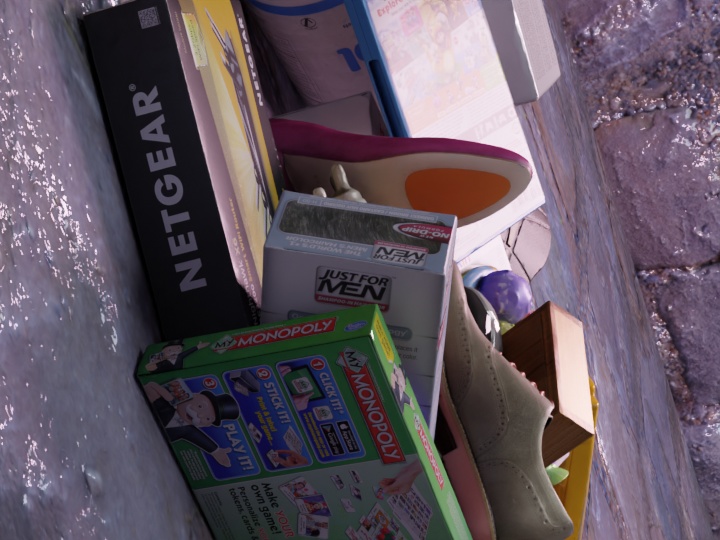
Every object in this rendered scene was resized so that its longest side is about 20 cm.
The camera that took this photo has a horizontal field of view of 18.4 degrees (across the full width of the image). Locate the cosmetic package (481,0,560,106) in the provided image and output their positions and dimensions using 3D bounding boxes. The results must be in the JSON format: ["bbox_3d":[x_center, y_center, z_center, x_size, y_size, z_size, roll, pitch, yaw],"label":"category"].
[{"bbox_3d":[0.058,-0.207,1.827,0.200,0.165,0.169,-41,116,-76],"label":"cosmetic package"}]

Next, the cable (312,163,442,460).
[{"bbox_3d":[0.011,0.036,1.342,0.201,0.050,0.097,64,17,-6],"label":"cable"}]

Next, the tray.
[{"bbox_3d":[0.067,0.114,1.472,0.037,0.200,0.099,33,35,-29],"label":"tray"}]

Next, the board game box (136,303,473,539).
[{"bbox_3d":[-0.023,0.114,1.212,0.029,0.134,0.201,-78,152,-53],"label":"board game box"}]

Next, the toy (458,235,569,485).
[{"bbox_3d":[0.108,0.057,1.557,0.115,0.047,0.201,-34,111,-54],"label":"toy"}]

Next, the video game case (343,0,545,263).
[{"bbox_3d":[0.059,-0.117,1.528,0.143,0.018,0.201,-32,107,-52],"label":"video game case"}]

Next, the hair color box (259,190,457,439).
[{"bbox_3d":[-0.005,0.061,1.232,0.061,0.098,0.201,-73,170,-55],"label":"hair color box"}]

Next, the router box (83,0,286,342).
[{"bbox_3d":[-0.089,-0.058,1.291,0.157,0.052,0.202,-27,103,-76],"label":"router box"}]

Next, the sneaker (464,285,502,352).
[{"bbox_3d":[0.022,0.083,1.420,0.088,0.075,0.201,49,61,-40],"label":"sneaker"}]

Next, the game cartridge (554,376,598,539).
[{"bbox_3d":[0.155,0.162,1.892,0.176,0.032,0.202,-119,-148,-68],"label":"game cartridge"}]

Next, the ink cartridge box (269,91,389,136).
[{"bbox_3d":[0.000,0.000,1.539,0.201,0.084,0.146,65,17,-47],"label":"ink cartridge box"}]

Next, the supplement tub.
[{"bbox_3d":[-0.010,-0.195,1.603,0.200,0.131,0.133,56,23,-53],"label":"supplement tub"}]

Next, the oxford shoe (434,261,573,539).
[{"bbox_3d":[0.074,0.077,1.314,0.071,0.074,0.201,92,-13,-67],"label":"oxford shoe"}]

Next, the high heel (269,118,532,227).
[{"bbox_3d":[0.014,-0.073,1.424,0.096,0.198,0.068,-80,154,-47],"label":"high heel"}]

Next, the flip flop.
[{"bbox_3d":[0.091,0.003,1.639,0.081,0.057,0.201,43,47,-37],"label":"flip flop"}]
